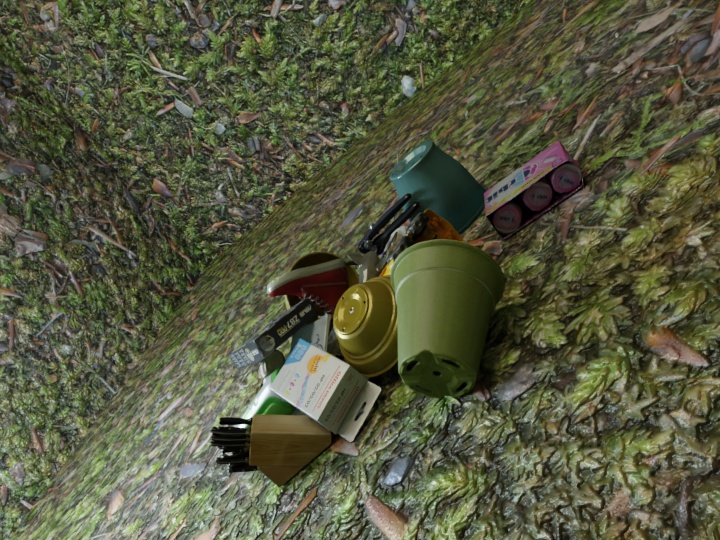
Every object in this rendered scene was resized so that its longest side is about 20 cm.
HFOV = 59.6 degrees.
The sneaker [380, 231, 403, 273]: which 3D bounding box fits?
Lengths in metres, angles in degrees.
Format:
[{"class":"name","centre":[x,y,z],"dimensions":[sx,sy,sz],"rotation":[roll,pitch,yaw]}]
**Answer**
[{"class":"sneaker","centre":[0.083,-0.005,1.483],"dimensions":[0.076,0.085,0.201],"rotation":[-63,2,-31]}]

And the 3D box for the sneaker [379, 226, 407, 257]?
[{"class":"sneaker","centre":[0.105,-0.076,1.564],"dimensions":[0.101,0.075,0.199],"rotation":[-55,20,-16]}]

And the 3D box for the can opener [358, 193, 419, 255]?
[{"class":"can opener","centre":[0.062,-0.106,1.479],"dimensions":[0.201,0.063,0.079],"rotation":[-51,9,36]}]

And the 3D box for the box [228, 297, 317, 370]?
[{"class":"box","centre":[-0.196,0.142,1.389],"dimensions":[0.160,0.050,0.199],"rotation":[-37,3,-32]}]

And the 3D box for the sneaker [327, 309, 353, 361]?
[{"class":"sneaker","centre":[-0.047,0.168,1.370],"dimensions":[0.202,0.071,0.073],"rotation":[-53,51,10]}]

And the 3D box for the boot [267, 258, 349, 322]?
[{"class":"boot","centre":[-0.109,0.067,1.440],"dimensions":[0.195,0.149,0.072],"rotation":[-14,-6,-21]}]

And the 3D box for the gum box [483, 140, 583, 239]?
[{"class":"gum box","centre":[0.345,-0.164,1.254],"dimensions":[0.198,0.066,0.114],"rotation":[-36,18,24]}]

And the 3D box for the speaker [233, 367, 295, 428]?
[{"class":"speaker","centre":[-0.196,0.300,1.320],"dimensions":[0.202,0.087,0.089],"rotation":[-54,13,21]}]

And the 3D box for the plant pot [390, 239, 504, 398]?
[{"class":"plant pot","centre":[0.129,0.091,1.009],"dimensions":[0.198,0.199,0.193],"rotation":[-28,34,39]}]

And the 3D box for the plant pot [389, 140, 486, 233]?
[{"class":"plant pot","centre":[0.173,-0.194,1.504],"dimensions":[0.199,0.188,0.201],"rotation":[-38,19,15]}]

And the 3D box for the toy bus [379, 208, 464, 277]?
[{"class":"toy bus","centre":[0.112,0.000,1.340],"dimensions":[0.202,0.135,0.192],"rotation":[-56,5,-39]}]

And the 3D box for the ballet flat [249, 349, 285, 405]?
[{"class":"ballet flat","centre":[-0.209,0.272,1.427],"dimensions":[0.203,0.066,0.073],"rotation":[-65,31,33]}]

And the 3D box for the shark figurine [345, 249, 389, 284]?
[{"class":"shark figurine","centre":[0.004,-0.018,1.421],"dimensions":[0.215,0.087,0.131],"rotation":[-97,29,-71]}]

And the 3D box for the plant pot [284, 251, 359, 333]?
[{"class":"plant pot","centre":[-0.104,0.076,1.555],"dimensions":[0.202,0.198,0.142],"rotation":[-53,1,-29]}]

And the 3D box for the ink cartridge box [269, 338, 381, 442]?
[{"class":"ink cartridge box","centre":[-0.067,0.220,1.173],"dimensions":[0.197,0.068,0.117],"rotation":[19,71,45]}]

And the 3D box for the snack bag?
[{"class":"snack bag","centre":[-0.114,0.207,1.343],"dimensions":[0.187,0.021,0.206],"rotation":[-29,53,56]}]

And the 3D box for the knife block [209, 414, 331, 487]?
[{"class":"knife block","centre":[-0.173,0.305,1.172],"dimensions":[0.199,0.176,0.064],"rotation":[-40,18,8]}]

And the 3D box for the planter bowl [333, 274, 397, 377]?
[{"class":"planter bowl","centre":[0.007,0.089,1.183],"dimensions":[0.198,0.082,0.206],"rotation":[-27,50,37]}]
